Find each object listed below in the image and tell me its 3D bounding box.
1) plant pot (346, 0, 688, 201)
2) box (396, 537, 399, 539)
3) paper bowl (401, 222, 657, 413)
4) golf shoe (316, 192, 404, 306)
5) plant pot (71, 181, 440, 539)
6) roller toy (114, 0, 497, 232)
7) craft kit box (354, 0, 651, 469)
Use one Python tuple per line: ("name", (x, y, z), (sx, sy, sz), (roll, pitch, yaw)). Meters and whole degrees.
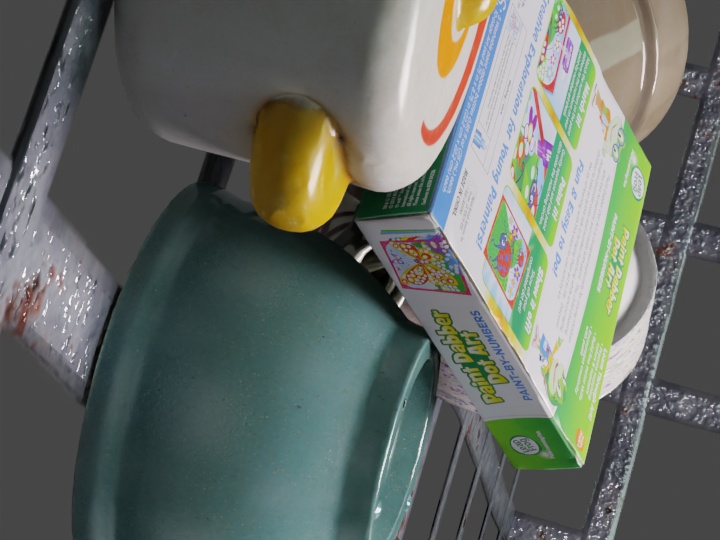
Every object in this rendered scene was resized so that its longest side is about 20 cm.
("plant pot", (0.060, -0.118, 1.188), (0.173, 0.199, 0.201), (-39, 145, -46))
("box", (-0.028, 0.271, 1.355), (0.200, 0.043, 0.160), (-56, 148, -20))
("paper bowl", (0.112, -0.001, 1.504), (0.105, 0.200, 0.201), (92, 16, -50))
("golf shoe", (0.000, 0.000, 1.184), (0.077, 0.088, 0.200), (48, 39, -22))
("plant pot", (-0.039, 0.071, 1.012), (0.200, 0.134, 0.201), (15, 90, -80))
("roller toy", (-0.010, -0.129, 0.875), (0.200, 0.139, 0.183), (-56, 157, -59))
("craft kit box", (0.078, -0.039, 1.034), (0.198, 0.048, 0.201), (54, 41, -39))
